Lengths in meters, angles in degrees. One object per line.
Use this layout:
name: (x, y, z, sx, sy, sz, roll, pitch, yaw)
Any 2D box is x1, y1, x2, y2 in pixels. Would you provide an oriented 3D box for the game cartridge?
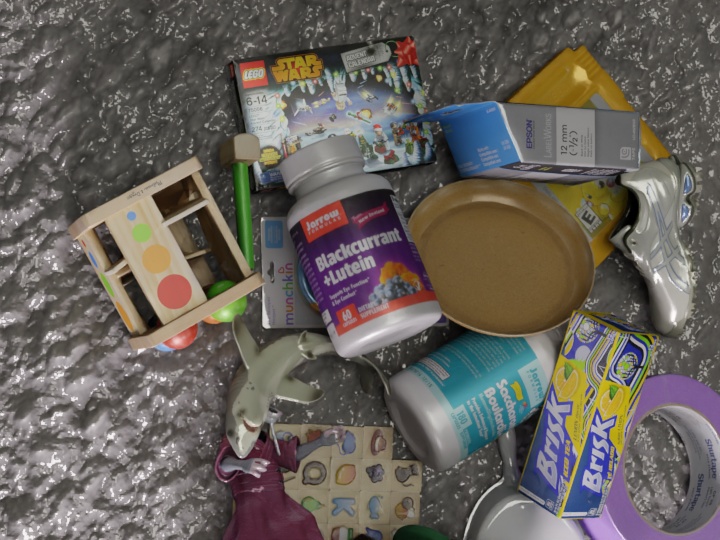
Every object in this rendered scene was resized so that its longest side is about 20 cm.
game cartridge: (0.236, -0.122, 1.671, 0.176, 0.032, 0.200, -43, 100, -15)

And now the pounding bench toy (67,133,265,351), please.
pounding bench toy: (-0.155, -0.025, 1.496, 0.200, 0.124, 0.156, -30, 95, -17)

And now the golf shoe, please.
golf shoe: (0.310, -0.023, 1.653, 0.097, 0.078, 0.201, -6, 103, -14)

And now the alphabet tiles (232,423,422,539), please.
alphabet tiles: (-0.033, 0.242, 1.575, 0.199, 0.006, 0.167, 4, 84, -16)

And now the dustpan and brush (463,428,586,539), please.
dustpan and brush: (0.166, 0.247, 1.617, 0.139, 0.057, 0.201, -8, 95, -5)

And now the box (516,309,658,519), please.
box: (0.227, 0.146, 1.542, 0.064, 0.070, 0.200, 6, 105, -39)

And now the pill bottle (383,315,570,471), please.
pill bottle: (0.132, 0.113, 1.580, 0.200, 0.111, 0.111, -30, 95, -16)

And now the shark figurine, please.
shark figurine: (-0.074, 0.098, 1.515, 0.214, 0.089, 0.128, -18, 82, -42)

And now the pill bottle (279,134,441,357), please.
pill bottle: (-0.006, -0.026, 1.501, 0.111, 0.111, 0.200, -19, 79, -17)

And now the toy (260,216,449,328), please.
toy: (0.000, 0.000, 1.582, 0.199, 0.047, 0.115, 0, 84, -17)

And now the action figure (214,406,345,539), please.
action figure: (-0.099, 0.217, 1.521, 0.134, 0.149, 0.200, 8, 62, -45)

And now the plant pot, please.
plant pot: (0.141, -0.010, 1.578, 0.199, 0.028, 0.200, 5, 54, -7)

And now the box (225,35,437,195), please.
box: (-0.029, -0.162, 1.589, 0.200, 0.040, 0.137, -11, 88, -17)

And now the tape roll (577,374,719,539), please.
tape roll: (0.318, 0.213, 1.637, 0.200, 0.066, 0.201, 5, 80, -26)

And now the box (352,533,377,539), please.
box: (-0.017, 0.385, 1.483, 0.200, 0.164, 0.166, -31, 97, -16)

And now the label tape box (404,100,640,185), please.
label tape box: (0.162, -0.128, 1.556, 0.200, 0.143, 0.066, 0, 87, -20)

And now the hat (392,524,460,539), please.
hat: (0.157, 0.302, 1.563, 0.176, 0.166, 0.200, -31, 85, -31)
